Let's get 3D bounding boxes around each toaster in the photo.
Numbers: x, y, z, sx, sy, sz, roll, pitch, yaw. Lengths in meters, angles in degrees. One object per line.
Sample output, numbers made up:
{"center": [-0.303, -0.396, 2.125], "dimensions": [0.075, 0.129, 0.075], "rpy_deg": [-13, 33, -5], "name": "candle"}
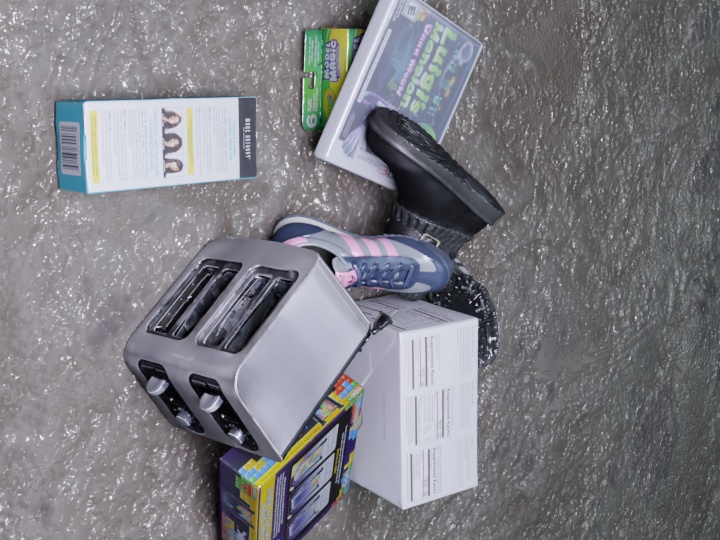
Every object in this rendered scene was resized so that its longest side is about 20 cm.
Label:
{"center": [-0.103, 0.067, 1.058], "dimensions": [0.200, 0.181, 0.119], "rpy_deg": [-54, 130, -25], "name": "toaster"}

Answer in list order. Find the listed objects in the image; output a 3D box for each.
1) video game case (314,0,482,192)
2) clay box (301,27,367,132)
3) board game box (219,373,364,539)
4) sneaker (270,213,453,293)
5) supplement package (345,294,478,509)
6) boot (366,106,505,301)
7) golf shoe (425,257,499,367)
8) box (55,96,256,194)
{"center": [0.047, -0.193, 1.212], "dimensions": [0.182, 0.023, 0.200], "rpy_deg": [17, 97, -53], "name": "video game case"}
{"center": [0.018, -0.215, 1.235], "dimensions": [0.200, 0.048, 0.115], "rpy_deg": [-12, 108, -47], "name": "clay box"}
{"center": [-0.075, 0.217, 1.152], "dimensions": [0.165, 0.057, 0.200], "rpy_deg": [-39, 151, -35], "name": "board game box"}
{"center": [0.000, 0.000, 1.155], "dimensions": [0.082, 0.199, 0.070], "rpy_deg": [-84, -176, -59], "name": "sneaker"}
{"center": [0.045, 0.143, 1.243], "dimensions": [0.111, 0.156, 0.201], "rpy_deg": [-9, 104, -33], "name": "supplement package"}
{"center": [0.045, -0.066, 1.207], "dimensions": [0.158, 0.079, 0.211], "rpy_deg": [-42, 120, 16], "name": "boot"}
{"center": [0.121, 0.038, 1.308], "dimensions": [0.078, 0.200, 0.094], "rpy_deg": [-33, 146, 10], "name": "golf shoe"}
{"center": [-0.187, -0.122, 1.027], "dimensions": [0.200, 0.049, 0.083], "rpy_deg": [-11, 105, -46], "name": "box"}
